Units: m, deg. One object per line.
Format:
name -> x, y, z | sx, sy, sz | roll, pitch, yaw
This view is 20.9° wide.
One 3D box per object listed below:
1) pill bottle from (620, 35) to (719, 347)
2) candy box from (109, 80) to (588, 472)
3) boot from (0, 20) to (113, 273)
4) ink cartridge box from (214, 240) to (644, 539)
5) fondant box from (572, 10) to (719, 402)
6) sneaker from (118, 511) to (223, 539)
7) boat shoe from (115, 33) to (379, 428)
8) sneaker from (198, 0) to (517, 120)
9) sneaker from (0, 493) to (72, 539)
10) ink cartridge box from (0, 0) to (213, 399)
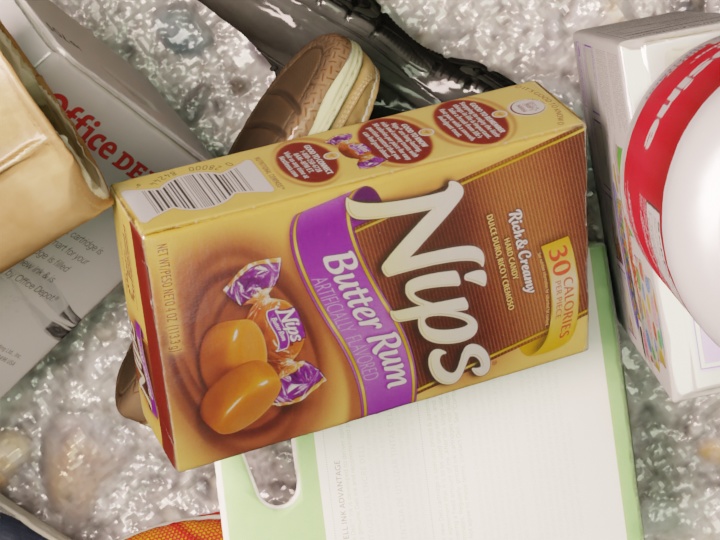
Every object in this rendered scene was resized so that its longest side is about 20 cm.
pill bottle -> 0.151, -0.023, 0.655 | 0.111, 0.200, 0.113 | 0, 98, 1
candy box -> 0.000, 0.000, 0.842 | 0.198, 0.056, 0.118 | -16, 122, -18
boot -> -0.186, 0.019, 0.793 | 0.199, 0.066, 0.176 | -33, 108, 3
ink cartridge box -> 0.029, 0.071, 0.940 | 0.198, 0.048, 0.147 | -8, 86, 4
fondant box -> 0.139, -0.036, 0.857 | 0.058, 0.200, 0.146 | -10, 98, 3
sneaker -> -0.041, 0.164, 0.953 | 0.198, 0.077, 0.074 | 5, 100, 3
boat shoe -> -0.036, -0.009, 0.891 | 0.076, 0.072, 0.201 | 26, 107, -17
sneaker -> -0.003, -0.080, 0.923 | 0.199, 0.076, 0.091 | 33, 107, 2
sneaker -> -0.217, 0.128, 0.935 | 0.199, 0.084, 0.076 | 23, 101, 15
ink cartridge box -> -0.183, -0.024, 0.891 | 0.200, 0.146, 0.086 | -44, 56, 6
